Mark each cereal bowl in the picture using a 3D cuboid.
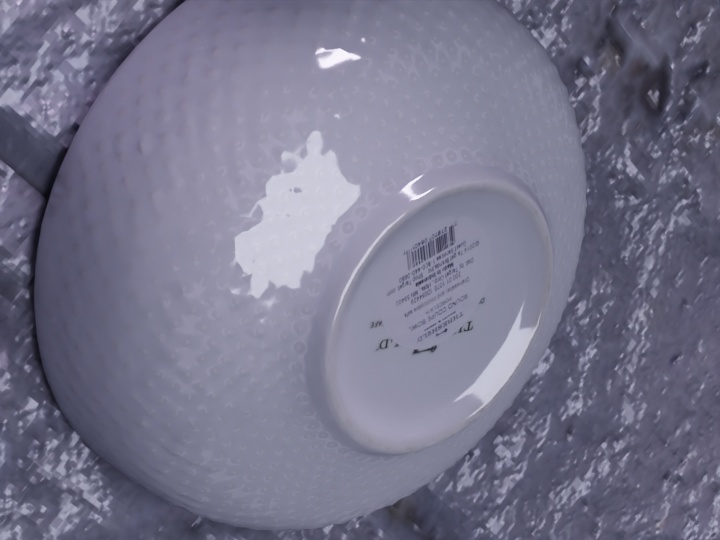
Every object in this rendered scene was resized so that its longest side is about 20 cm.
[{"bbox_3d":[0.000,0.000,0.769,0.200,0.083,0.201,-22,127,-32],"label":"cereal bowl"}]
